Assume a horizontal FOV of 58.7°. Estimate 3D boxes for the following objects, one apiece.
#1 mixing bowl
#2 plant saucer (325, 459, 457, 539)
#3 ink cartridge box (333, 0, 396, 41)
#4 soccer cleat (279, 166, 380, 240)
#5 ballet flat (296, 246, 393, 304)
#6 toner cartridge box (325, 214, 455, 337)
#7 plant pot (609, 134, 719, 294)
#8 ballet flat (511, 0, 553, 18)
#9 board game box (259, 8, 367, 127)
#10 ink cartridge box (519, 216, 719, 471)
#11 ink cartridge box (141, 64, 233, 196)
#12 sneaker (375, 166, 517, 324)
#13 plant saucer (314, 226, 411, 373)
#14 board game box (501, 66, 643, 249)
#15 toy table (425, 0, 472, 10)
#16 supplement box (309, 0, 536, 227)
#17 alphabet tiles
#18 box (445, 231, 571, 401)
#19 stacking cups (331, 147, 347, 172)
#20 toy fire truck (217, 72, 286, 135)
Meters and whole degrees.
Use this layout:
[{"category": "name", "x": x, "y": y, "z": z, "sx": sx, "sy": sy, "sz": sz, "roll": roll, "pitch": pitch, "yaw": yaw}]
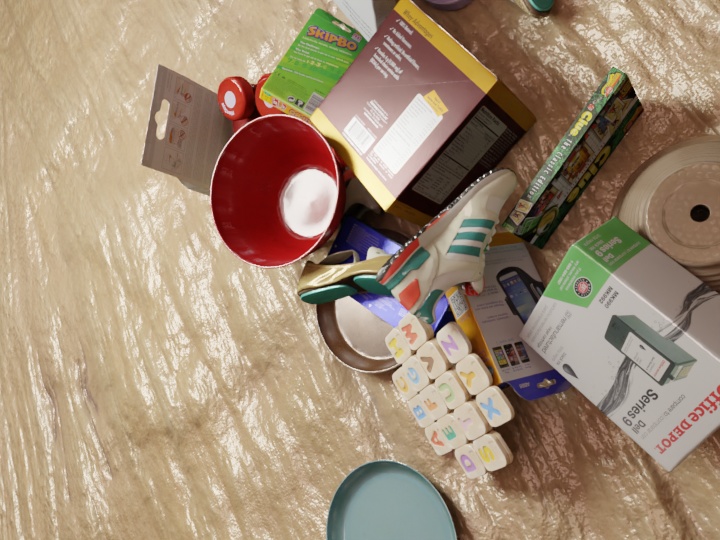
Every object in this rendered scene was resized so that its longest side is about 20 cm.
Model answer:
[{"category": "mixing bowl", "x": -0.095, "y": -0.100, "z": 0.877, "sx": 0.198, "sy": 0.108, "sz": 0.203, "roll": -2, "pitch": 86, "yaw": 25}, {"category": "plant saucer", "x": 0.041, "y": 0.349, "z": 0.828, "sx": 0.198, "sy": 0.027, "sz": 0.203, "roll": -8, "pitch": 77, "yaw": 34}, {"category": "ink cartridge box", "x": -0.011, "y": -0.398, "z": 0.900, "sx": 0.043, "sy": 0.201, "sz": 0.197, "roll": -29, "pitch": 61, "yaw": -8}, {"category": "soccer cleat", "x": -0.055, "y": -0.069, "z": 0.948, "sx": 0.199, "sy": 0.068, "sz": 0.086, "roll": -34, "pitch": 63, "yaw": 21}, {"category": "ballet flat", "x": 0.000, "y": 0.000, "z": 0.806, "sx": 0.198, "sy": 0.069, "sz": 0.064, "roll": -7, "pitch": 64, "yaw": 32}, {"category": "toner cartridge box", "x": 0.041, "y": 0.012, "z": 0.840, "sx": 0.199, "sy": 0.043, "sz": 0.096, "roll": 33, "pitch": 100, "yaw": 34}, {"category": "plant pot", "x": 0.348, "y": -0.047, "z": 0.648, "sx": 0.199, "sy": 0.092, "sz": 0.204, "roll": -7, "pitch": 78, "yaw": 35}, {"category": "ballet flat", "x": 0.207, "y": -0.407, "z": 0.839, "sx": 0.065, "sy": 0.070, "sz": 0.203, "roll": -27, "pitch": 61, "yaw": 57}, {"category": "board game box", "x": -0.063, "y": -0.300, "z": 0.940, "sx": 0.201, "sy": 0.095, "sz": 0.030, "roll": -65, "pitch": 7, "yaw": -29}, {"category": "ink cartridge box", "x": 0.278, "y": 0.071, "z": 0.632, "sx": 0.200, "sy": 0.084, "sz": 0.147, "roll": 44, "pitch": 140, "yaw": 26}, {"category": "ink cartridge box", "x": -0.276, "y": -0.218, "z": 1.045, "sx": 0.047, "sy": 0.199, "sz": 0.162, "roll": 4, "pitch": 83, "yaw": 34}, {"category": "sneaker", "x": 0.113, "y": -0.024, "z": 0.701, "sx": 0.199, "sy": 0.070, "sz": 0.094, "roll": -41, "pitch": 89, "yaw": -16}, {"category": "plant saucer", "x": 0.023, "y": 0.042, "z": 0.892, "sx": 0.198, "sy": 0.034, "sz": 0.203, "roll": -7, "pitch": 77, "yaw": 32}, {"category": "board game box", "x": 0.243, "y": -0.119, "z": 0.727, "sx": 0.023, "sy": 0.104, "sz": 0.201, "roll": 41, "pitch": 105, "yaw": 29}, {"category": "toy table", "x": 0.092, "y": -0.472, "z": 0.888, "sx": 0.183, "sy": 0.117, "sz": 0.201, "roll": -39, "pitch": 63, "yaw": 23}, {"category": "supplement box", "x": 0.078, "y": -0.199, "z": 0.838, "sx": 0.200, "sy": 0.132, "sz": 0.198, "roll": -48, "pitch": 59, "yaw": 18}, {"category": "alphabet tiles", "x": 0.098, "y": 0.146, "z": 0.752, "sx": 0.201, "sy": 0.014, "sz": 0.196, "roll": 58, "pitch": 151, "yaw": 13}, {"category": "box", "x": 0.168, "y": 0.053, "z": 0.738, "sx": 0.042, "sy": 0.118, "sz": 0.202, "roll": -49, "pitch": 53, "yaw": 54}, {"category": "stacking cups", "x": -0.096, "y": -0.116, "z": 0.987, "sx": 0.199, "sy": 0.060, "sz": 0.061, "roll": -33, "pitch": 65, "yaw": 26}, {"category": "toy fire truck", "x": -0.131, "y": -0.223, "z": 1.017, "sx": 0.198, "sy": 0.112, "sz": 0.170, "roll": 12, "pitch": 114, "yaw": 34}]
